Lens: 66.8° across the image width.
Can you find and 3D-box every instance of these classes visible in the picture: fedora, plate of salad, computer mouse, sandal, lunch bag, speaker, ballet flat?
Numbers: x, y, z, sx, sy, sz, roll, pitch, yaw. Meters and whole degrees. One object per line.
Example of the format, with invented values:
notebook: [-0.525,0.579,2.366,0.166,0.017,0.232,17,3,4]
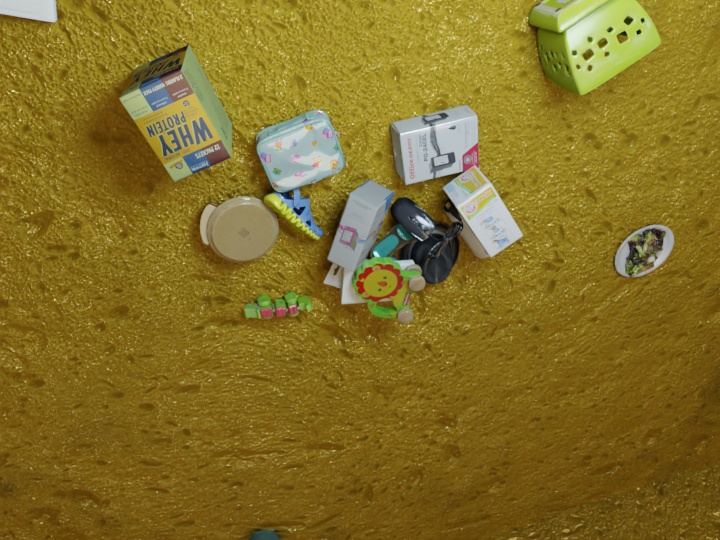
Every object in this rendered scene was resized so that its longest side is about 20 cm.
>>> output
fedora: [0.211,-0.033,1.572,0.200,0.092,0.201,-6,126,-9]
plate of salad: [0.913,-0.054,1.744,0.200,0.048,0.200,-6,126,-8]
computer mouse: [0.172,-0.141,1.437,0.140,0.200,0.046,-44,160,13]
sandal: [-0.157,-0.154,1.419,0.087,0.079,0.200,-56,135,-12]
lunch bag: [-0.144,-0.292,1.319,0.200,0.077,0.161,-20,126,2]
speaker: [0.312,-0.127,1.538,0.081,0.081,0.200,-34,124,12]
ballet flat: [0.102,-0.088,1.513,0.200,0.072,0.068,-41,91,-15]

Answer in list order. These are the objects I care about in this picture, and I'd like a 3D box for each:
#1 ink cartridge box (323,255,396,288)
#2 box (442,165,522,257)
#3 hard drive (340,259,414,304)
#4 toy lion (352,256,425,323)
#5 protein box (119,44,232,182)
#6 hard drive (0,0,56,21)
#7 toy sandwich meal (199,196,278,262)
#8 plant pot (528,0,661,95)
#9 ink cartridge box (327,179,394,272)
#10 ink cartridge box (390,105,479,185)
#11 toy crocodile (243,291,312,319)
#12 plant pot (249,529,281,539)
ink cartridge box: [0.000,0.000,1.565,0.200,0.067,0.116,16,121,-23]
box: [0.314,-0.151,1.402,0.101,0.113,0.200,-35,126,11]
hard drive: [0.046,0.033,1.539,0.200,0.026,0.132,-4,128,-13]
toy lion: [0.069,0.050,1.502,0.191,0.069,0.200,5,129,-11]
protein box: [-0.379,-0.335,1.158,0.135,0.200,0.199,-23,127,4]
hard drive: [-0.651,-0.583,1.018,0.132,0.026,0.200,4,124,-15]
toy sandwich meal: [-0.315,-0.111,1.420,0.205,0.070,0.206,-11,122,-18]
plant pot: [0.505,-0.541,1.218,0.200,0.199,0.182,-32,120,11]
ink cartridge box: [0.001,-0.116,1.424,0.085,0.145,0.200,28,121,9]
ink cartridge box: [0.188,-0.313,1.372,0.200,0.083,0.145,-15,128,-4]
toy crocodile: [-0.240,0.110,1.593,0.200,0.062,0.068,-6,126,-8]
plant pot: [-0.400,1.173,2.273,0.200,0.134,0.201,-6,125,-8]
